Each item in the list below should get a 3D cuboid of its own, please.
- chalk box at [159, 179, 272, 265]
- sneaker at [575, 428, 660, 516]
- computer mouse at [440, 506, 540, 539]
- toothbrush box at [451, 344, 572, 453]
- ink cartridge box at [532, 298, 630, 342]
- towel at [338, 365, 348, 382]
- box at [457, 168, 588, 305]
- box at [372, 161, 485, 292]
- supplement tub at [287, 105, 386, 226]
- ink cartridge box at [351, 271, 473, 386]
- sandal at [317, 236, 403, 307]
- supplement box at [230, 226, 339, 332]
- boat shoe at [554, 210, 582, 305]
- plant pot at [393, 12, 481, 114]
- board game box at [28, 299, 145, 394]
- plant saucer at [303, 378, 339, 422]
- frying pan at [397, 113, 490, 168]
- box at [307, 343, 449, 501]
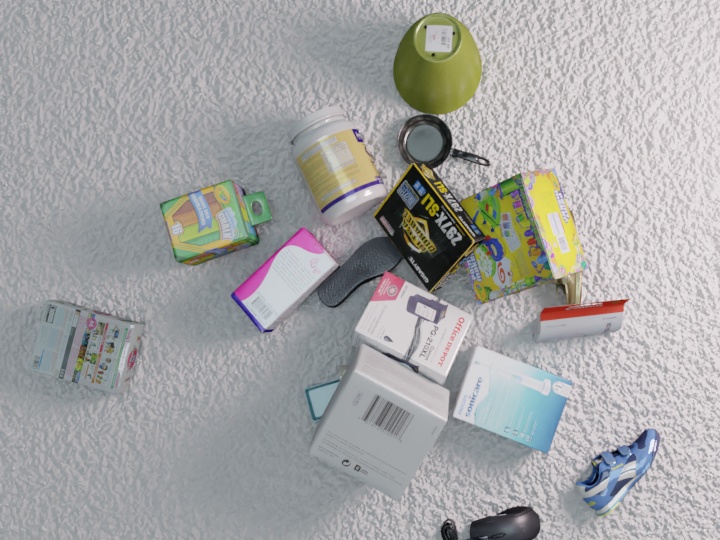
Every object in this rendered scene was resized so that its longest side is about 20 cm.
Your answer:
[{"bbox_3d":[-0.281,-0.101,1.691,0.197,0.124,0.127,-19,85,4],"label":"chalk box"},{"bbox_3d":[0.499,0.377,1.618,0.082,0.074,0.201,40,89,8],"label":"sneaker"},{"bbox_3d":[0.263,0.548,1.640,0.197,0.046,0.143,-12,84,4],"label":"computer mouse"},{"bbox_3d":[0.293,0.248,1.637,0.197,0.085,0.148,19,89,5],"label":"toothbrush box"},{"bbox_3d":[0.415,0.096,1.579,0.160,0.200,0.058,-7,83,5],"label":"ink cartridge box"},{"bbox_3d":[0.027,0.286,1.671,0.130,0.034,0.203,-3,95,1],"label":"towel"},{"bbox_3d":[0.295,-0.063,1.592,0.192,0.121,0.203,-22,83,46],"label":"box"},{"bbox_3d":[0.130,-0.086,1.630,0.201,0.049,0.160,55,130,17],"label":"box"},{"bbox_3d":[-0.049,-0.207,1.667,0.144,0.145,0.202,-26,85,3],"label":"supplement tub"},{"bbox_3d":[0.102,0.118,1.640,0.198,0.085,0.146,26,65,6],"label":"ink cartridge box"},{"bbox_3d":[-0.001,0.000,1.702,0.199,0.043,0.077,-33,76,1],"label":"sandal"},{"bbox_3d":[-0.148,0.020,1.683,0.200,0.103,0.101,-42,84,2],"label":"supplement box"},{"bbox_3d":[0.403,-0.016,1.657,0.062,0.073,0.203,-6,75,10],"label":"boat shoe"},{"bbox_3d":[0.151,-0.423,1.635,0.184,0.200,0.190,0,86,5],"label":"plant pot"},{"bbox_3d":[-0.564,0.157,1.730,0.197,0.064,0.150,15,89,7],"label":"board game box"},{"bbox_3d":[-0.012,0.246,1.698,0.197,0.019,0.071,-17,85,3],"label":"plant saucer"},{"bbox_3d":[0.168,-0.263,1.708,0.187,0.031,0.117,-3,86,1],"label":"frying pan"},{"bbox_3d":[0.036,0.282,1.570,0.197,0.131,0.202,28,109,-1],"label":"box"}]
